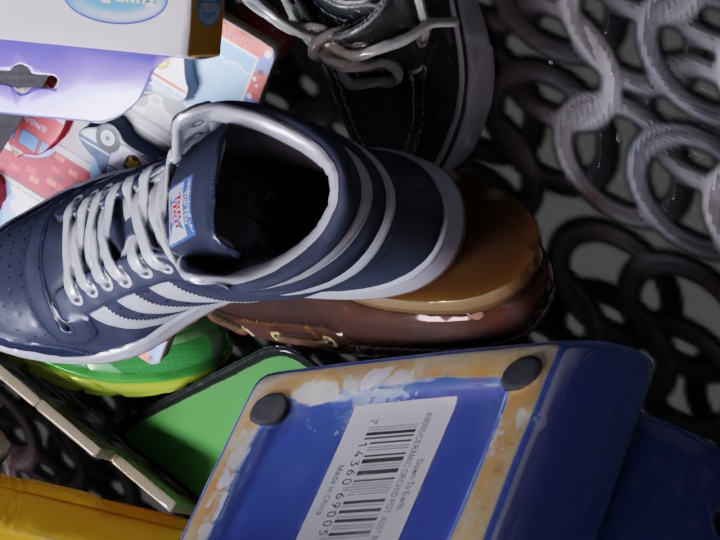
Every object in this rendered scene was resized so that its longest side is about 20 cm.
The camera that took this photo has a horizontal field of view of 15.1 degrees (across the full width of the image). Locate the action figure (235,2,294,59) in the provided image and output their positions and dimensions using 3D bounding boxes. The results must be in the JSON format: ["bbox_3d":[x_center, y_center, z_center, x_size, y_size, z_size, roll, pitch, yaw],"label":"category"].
[{"bbox_3d":[-0.115,-0.120,1.061,0.200,0.052,0.066,23,144,20],"label":"action figure"}]

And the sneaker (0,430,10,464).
[{"bbox_3d":[-0.237,0.029,1.291,0.200,0.078,0.091,26,134,43],"label":"sneaker"}]

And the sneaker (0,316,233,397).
[{"bbox_3d":[-0.141,-0.017,1.156,0.200,0.074,0.084,33,124,2],"label":"sneaker"}]

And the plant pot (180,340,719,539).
[{"bbox_3d":[0.038,0.139,0.989,0.200,0.200,0.180,-8,133,37],"label":"plant pot"}]

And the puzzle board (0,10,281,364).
[{"bbox_3d":[-0.138,-0.071,1.052,0.200,0.017,0.151,31,123,13],"label":"puzzle board"}]

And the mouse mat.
[{"bbox_3d":[0.003,0.108,1.160,0.200,0.008,0.161,38,148,-16],"label":"mouse mat"}]

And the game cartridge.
[{"bbox_3d":[-0.153,0.128,1.256,0.200,0.033,0.176,21,158,-35],"label":"game cartridge"}]

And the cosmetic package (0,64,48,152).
[{"bbox_3d":[-0.147,-0.121,0.984,0.102,0.074,0.200,38,102,11],"label":"cosmetic package"}]

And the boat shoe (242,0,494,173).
[{"bbox_3d":[0.002,-0.100,0.948,0.073,0.068,0.200,26,140,24],"label":"boat shoe"}]

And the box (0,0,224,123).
[{"bbox_3d":[-0.101,-0.152,0.912,0.119,0.041,0.201,7,99,15],"label":"box"}]

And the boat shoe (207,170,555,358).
[{"bbox_3d":[0.000,0.000,1.052,0.200,0.070,0.070,15,141,45],"label":"boat shoe"}]

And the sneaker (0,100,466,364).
[{"bbox_3d":[-0.073,-0.012,0.961,0.200,0.108,0.070,-10,81,21],"label":"sneaker"}]

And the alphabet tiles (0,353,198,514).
[{"bbox_3d":[-0.150,0.045,1.210,0.200,0.006,0.166,39,178,9],"label":"alphabet tiles"}]
